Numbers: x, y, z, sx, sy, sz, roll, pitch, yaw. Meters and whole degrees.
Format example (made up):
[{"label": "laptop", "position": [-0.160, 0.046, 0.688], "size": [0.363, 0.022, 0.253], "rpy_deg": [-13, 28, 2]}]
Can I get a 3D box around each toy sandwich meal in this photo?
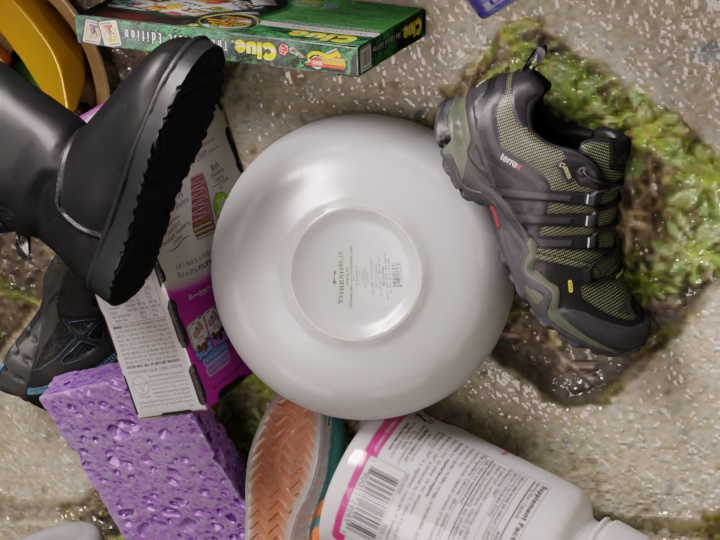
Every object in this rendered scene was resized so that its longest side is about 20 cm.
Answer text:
[{"label": "toy sandwich meal", "position": [-0.266, -0.129, 1.618], "size": [0.204, 0.070, 0.206], "rpy_deg": [10, 115, 23]}]

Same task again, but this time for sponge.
[{"label": "sponge", "position": [-0.134, 0.149, 1.658], "size": [0.111, 0.030, 0.200], "rpy_deg": [-12, 121, 27]}]

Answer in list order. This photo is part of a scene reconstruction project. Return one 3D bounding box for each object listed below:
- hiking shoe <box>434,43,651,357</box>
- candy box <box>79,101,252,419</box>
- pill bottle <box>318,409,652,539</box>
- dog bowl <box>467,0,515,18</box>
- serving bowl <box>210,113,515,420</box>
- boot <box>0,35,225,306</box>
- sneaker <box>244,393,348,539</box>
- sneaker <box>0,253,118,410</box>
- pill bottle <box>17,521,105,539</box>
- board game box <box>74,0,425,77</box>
[{"label": "hiking shoe", "position": [0.132, -0.038, 1.450], "size": [0.101, 0.076, 0.200], "rpy_deg": [-31, 100, 29]}, {"label": "candy box", "position": [-0.125, -0.020, 1.553], "size": [0.061, 0.136, 0.201], "rpy_deg": [-9, 105, 28]}, {"label": "pill bottle", "position": [0.083, 0.175, 1.542], "size": [0.199, 0.113, 0.114], "rpy_deg": [26, 120, 15]}, {"label": "dog bowl", "position": [0.128, -0.226, 1.301], "size": [0.200, 0.200, 0.079], "rpy_deg": [-31, 96, 33]}, {"label": "serving bowl", "position": [0.000, 0.000, 1.491], "size": [0.199, 0.066, 0.201], "rpy_deg": [0, 94, 4]}, {"label": "boot", "position": [-0.183, -0.088, 1.435], "size": [0.162, 0.073, 0.199], "rpy_deg": [32, 121, 15]}, {"label": "sneaker", "position": [-0.032, 0.171, 1.633], "size": [0.071, 0.080, 0.201], "rpy_deg": [15, 100, 46]}, {"label": "sneaker", "position": [-0.187, 0.025, 1.652], "size": [0.082, 0.073, 0.200], "rpy_deg": [28, 129, -1]}, {"label": "pill bottle", "position": [-0.210, 0.299, 1.740], "size": [0.116, 0.116, 0.201], "rpy_deg": [-16, 102, 31]}, {"label": "board game box", "position": [-0.070, -0.156, 1.487], "size": [0.199, 0.105, 0.024], "rpy_deg": [9, 111, 24]}]
